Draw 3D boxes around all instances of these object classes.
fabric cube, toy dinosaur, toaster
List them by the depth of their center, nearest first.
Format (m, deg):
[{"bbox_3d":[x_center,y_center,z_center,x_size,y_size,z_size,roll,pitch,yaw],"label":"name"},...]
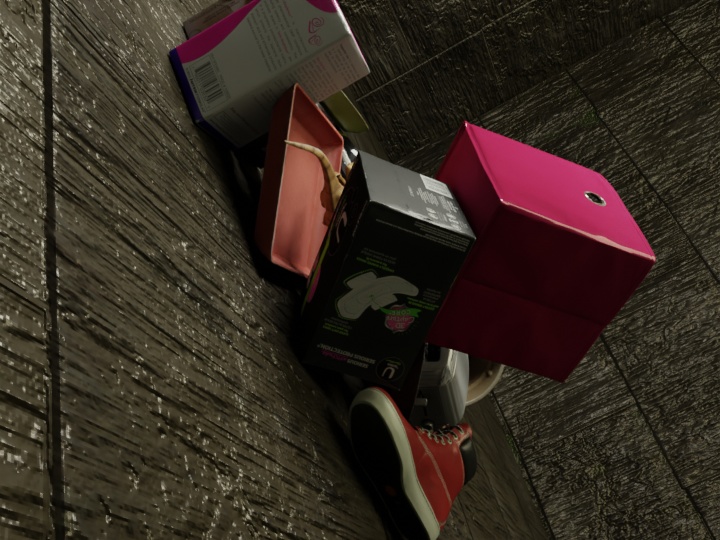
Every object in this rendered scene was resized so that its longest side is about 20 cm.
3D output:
[{"bbox_3d":[0.183,-0.023,0.843,0.196,0.202,0.198,17,33,-16],"label":"fabric cube"},{"bbox_3d":[-0.031,-0.095,0.853,0.107,0.059,0.203,-66,156,-45],"label":"toy dinosaur"},{"bbox_3d":[0.107,0.134,1.091,0.130,0.111,0.203,71,24,-47],"label":"toaster"}]

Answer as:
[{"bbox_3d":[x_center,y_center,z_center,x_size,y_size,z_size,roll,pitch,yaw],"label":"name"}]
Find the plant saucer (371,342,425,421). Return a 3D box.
[{"bbox_3d":[0.045,0.118,0.918,0.200,0.031,0.204,-168,-91,-83],"label":"plant saucer"}]

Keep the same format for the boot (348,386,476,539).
[{"bbox_3d":[0.068,0.190,0.816,0.144,0.072,0.203,-42,117,-39],"label":"boot"}]

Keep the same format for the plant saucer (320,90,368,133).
[{"bbox_3d":[-0.065,-0.277,1.066,0.200,0.031,0.200,48,2,-2],"label":"plant saucer"}]

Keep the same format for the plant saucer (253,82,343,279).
[{"bbox_3d":[-0.075,-0.096,0.866,0.199,0.036,0.204,31,65,-73],"label":"plant saucer"}]

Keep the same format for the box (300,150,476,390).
[{"bbox_3d":[0.020,-0.001,0.792,0.122,0.203,0.149,18,25,-15],"label":"box"}]

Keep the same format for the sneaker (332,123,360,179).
[{"bbox_3d":[-0.003,-0.142,1.075,0.202,0.082,0.072,63,-35,20],"label":"sneaker"}]

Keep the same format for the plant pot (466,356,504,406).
[{"bbox_3d":[0.164,0.143,1.391,0.203,0.198,0.184,62,-2,-9],"label":"plant pot"}]

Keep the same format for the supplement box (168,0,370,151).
[{"bbox_3d":[-0.103,-0.243,0.826,0.103,0.197,0.103,66,10,16],"label":"supplement box"}]

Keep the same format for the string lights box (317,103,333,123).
[{"bbox_3d":[-0.132,-0.282,1.033,0.201,0.059,0.103,49,6,15],"label":"string lights box"}]

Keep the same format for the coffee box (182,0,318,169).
[{"bbox_3d":[-0.137,-0.255,0.934,0.203,0.113,0.080,65,10,11],"label":"coffee box"}]
